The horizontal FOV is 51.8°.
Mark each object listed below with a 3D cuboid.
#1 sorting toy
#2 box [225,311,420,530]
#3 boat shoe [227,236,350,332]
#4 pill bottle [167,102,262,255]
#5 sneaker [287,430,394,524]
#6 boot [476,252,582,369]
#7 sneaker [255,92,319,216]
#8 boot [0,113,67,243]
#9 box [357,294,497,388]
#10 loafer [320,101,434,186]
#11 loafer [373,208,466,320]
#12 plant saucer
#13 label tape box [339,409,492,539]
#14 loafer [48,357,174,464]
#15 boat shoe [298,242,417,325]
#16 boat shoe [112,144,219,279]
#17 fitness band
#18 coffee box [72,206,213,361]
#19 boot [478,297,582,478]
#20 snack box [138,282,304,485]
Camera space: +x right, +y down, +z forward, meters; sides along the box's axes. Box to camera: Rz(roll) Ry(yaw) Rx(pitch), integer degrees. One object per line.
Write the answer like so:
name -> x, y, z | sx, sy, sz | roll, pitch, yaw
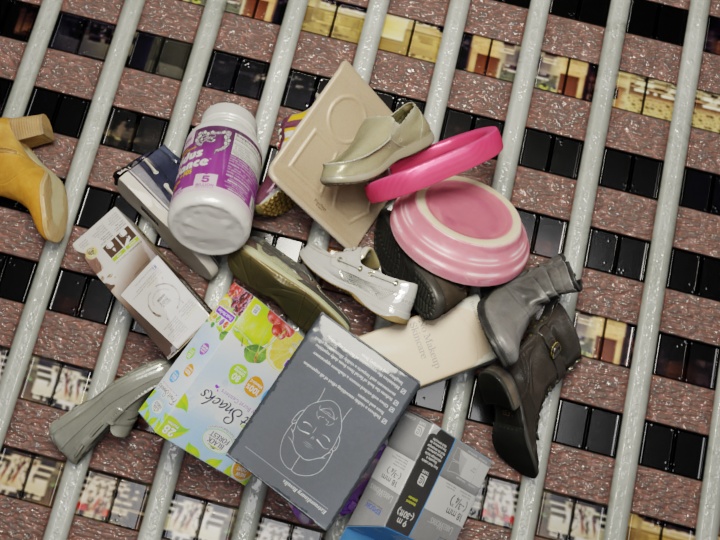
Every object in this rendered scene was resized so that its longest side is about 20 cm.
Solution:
sorting toy -> -0.020, -0.156, 1.042 | 0.185, 0.036, 0.202 | 41, 75, -35
box -> -0.041, 0.180, 0.902 | 0.147, 0.107, 0.201 | 34, 81, 7
boat shoe -> -0.090, 0.020, 1.032 | 0.199, 0.072, 0.066 | 35, 46, -1
pill bottle -> -0.192, -0.131, 1.011 | 0.110, 0.113, 0.203 | 2, 52, -1
sneaker -> -0.015, 0.272, 0.984 | 0.197, 0.080, 0.090 | -21, 89, -3
boot -> 0.221, 0.038, 0.951 | 0.130, 0.201, 0.071 | -23, 112, 18
sneaker -> -0.096, -0.167, 1.072 | 0.090, 0.075, 0.200 | 40, 74, 14
boot -> -0.503, -0.120, 1.058 | 0.141, 0.071, 0.205 | -14, 76, 2
box -> 0.080, 0.112, 1.011 | 0.197, 0.078, 0.096 | -21, 78, -5
loafer -> 0.017, -0.171, 1.001 | 0.199, 0.075, 0.069 | -33, 112, -36
loafer -> 0.079, -0.010, 1.019 | 0.070, 0.074, 0.201 | -7, 46, -26
plant saucer -> 0.140, -0.065, 1.005 | 0.196, 0.051, 0.203 | 11, 41, -9
label tape box -> 0.070, 0.301, 0.943 | 0.144, 0.063, 0.202 | 36, 77, -38
loafer -> -0.321, 0.185, 0.988 | 0.198, 0.070, 0.070 | -33, 89, 11
boat shoe -> 0.000, 0.000, 1.005 | 0.198, 0.070, 0.070 | 31, 98, 32
boat shoe -> -0.250, -0.088, 1.051 | 0.200, 0.075, 0.093 | 48, 65, -3
fitness band -> 0.097, -0.144, 1.001 | 0.197, 0.144, 0.038 | -24, 102, -5
coffee box -> -0.281, 0.025, 1.004 | 0.080, 0.113, 0.200 | -42, 82, -8
boot -> 0.247, 0.159, 1.001 | 0.173, 0.069, 0.203 | -34, 119, -31
snack box -> -0.156, 0.149, 0.959 | 0.201, 0.067, 0.169 | -54, 129, -9
